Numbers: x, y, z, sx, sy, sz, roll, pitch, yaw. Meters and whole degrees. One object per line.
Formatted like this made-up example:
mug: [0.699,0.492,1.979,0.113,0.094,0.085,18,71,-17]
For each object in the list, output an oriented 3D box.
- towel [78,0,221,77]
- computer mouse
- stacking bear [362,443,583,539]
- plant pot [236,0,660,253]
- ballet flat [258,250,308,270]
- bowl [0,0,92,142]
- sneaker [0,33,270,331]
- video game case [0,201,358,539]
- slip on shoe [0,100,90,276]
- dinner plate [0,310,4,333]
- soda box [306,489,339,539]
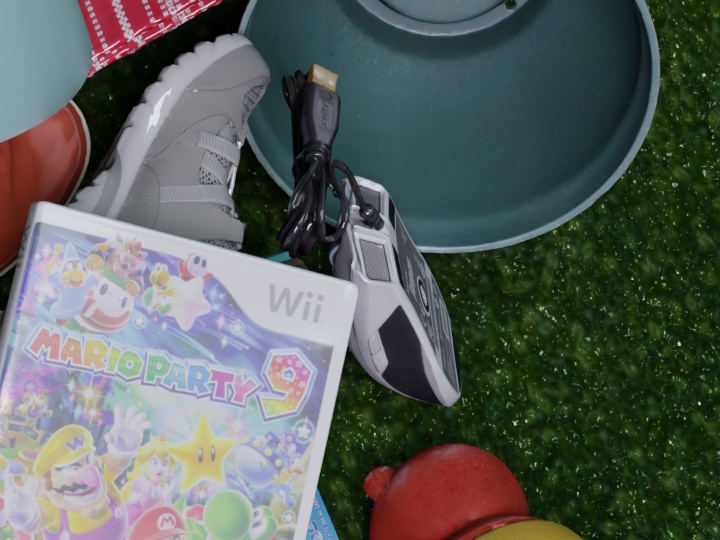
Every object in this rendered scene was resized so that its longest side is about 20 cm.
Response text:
towel: [-0.096,-0.164,1.115,0.199,0.023,0.145,-28,59,3]
computer mouse: [0.000,0.000,1.153,0.200,0.044,0.110,62,16,-47]
stacking bear: [0.069,0.161,1.116,0.121,0.114,0.200,-6,41,-29]
plant pot: [0.040,-0.128,1.201,0.200,0.200,0.135,30,33,-21]
ballet flat: [-0.109,0.043,1.102,0.199,0.068,0.069,-13,89,-26]
bowl: [-0.208,-0.134,1.006,0.199,0.106,0.201,4,30,-2]
sneaker: [-0.081,-0.022,1.080,0.082,0.075,0.200,34,50,-5]
video game case: [-0.087,0.087,0.996,0.142,0.018,0.201,15,83,-21]
slip on shoe: [-0.187,-0.023,1.074,0.200,0.061,0.074,-37,92,-39]
dinner plate: [-0.160,0.115,1.020,0.199,0.024,0.202,2,82,-15]
soda box: [-0.025,0.197,1.092,0.068,0.064,0.201,-18,81,-37]
